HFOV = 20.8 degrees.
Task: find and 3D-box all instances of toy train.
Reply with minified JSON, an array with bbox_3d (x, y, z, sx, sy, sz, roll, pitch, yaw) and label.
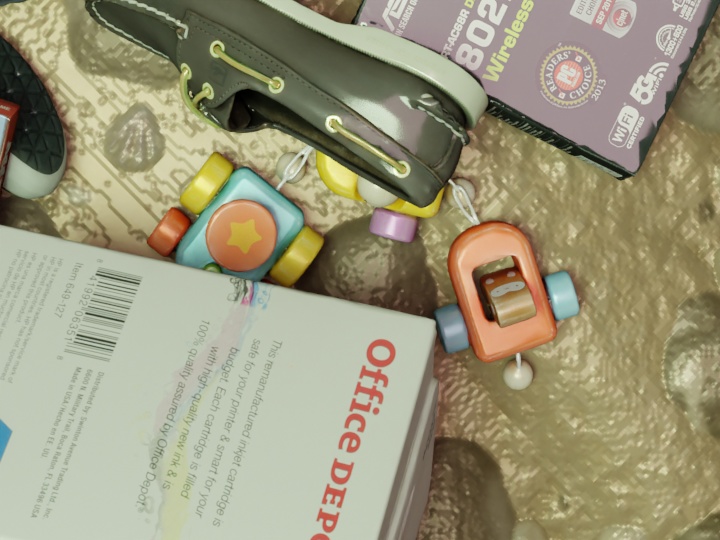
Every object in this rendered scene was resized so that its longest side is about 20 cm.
[{"bbox_3d":[0.000,0.000,0.922,0.198,0.056,0.152,-13,95,-2],"label":"toy train"}]

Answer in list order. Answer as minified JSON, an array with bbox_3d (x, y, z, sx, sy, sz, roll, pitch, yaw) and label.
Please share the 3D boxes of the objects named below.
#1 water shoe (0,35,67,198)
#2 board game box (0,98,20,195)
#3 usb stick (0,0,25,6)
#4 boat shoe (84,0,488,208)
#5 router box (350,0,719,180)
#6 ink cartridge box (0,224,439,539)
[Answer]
[{"bbox_3d":[-0.225,-0.094,0.907,0.200,0.072,0.079,40,123,-10],"label":"water shoe"},{"bbox_3d":[-0.225,0.003,0.893,0.102,0.019,0.202,17,114,-1],"label":"board game box"},{"bbox_3d":[-0.181,-0.190,0.843,0.055,0.201,0.033,-16,53,0],"label":"usb stick"},{"bbox_3d":[-0.044,-0.089,0.880,0.200,0.072,0.061,22,78,18],"label":"boat shoe"},{"bbox_3d":[0.100,-0.164,0.910,0.149,0.062,0.202,25,93,-3],"label":"router box"},{"bbox_3d":[-0.078,0.098,0.837,0.198,0.145,0.148,13,56,9],"label":"ink cartridge box"}]
